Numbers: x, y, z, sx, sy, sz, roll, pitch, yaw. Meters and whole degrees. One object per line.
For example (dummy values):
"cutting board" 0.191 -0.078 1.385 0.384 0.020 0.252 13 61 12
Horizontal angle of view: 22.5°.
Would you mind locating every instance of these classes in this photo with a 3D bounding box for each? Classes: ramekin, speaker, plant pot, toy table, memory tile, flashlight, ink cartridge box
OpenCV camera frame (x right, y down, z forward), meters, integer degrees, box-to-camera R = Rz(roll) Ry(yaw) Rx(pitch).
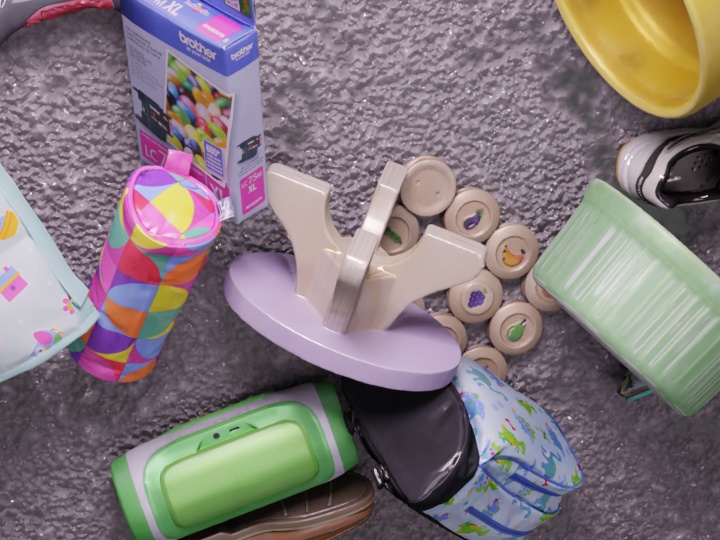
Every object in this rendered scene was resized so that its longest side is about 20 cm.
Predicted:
"ramekin" 0.234 0.027 1.485 0.200 0.200 0.098 41 93 -23
"speaker" -0.106 0.162 1.523 0.198 0.089 0.089 -20 113 -5
"plant pot" 0.272 -0.250 1.408 0.188 0.201 0.202 -32 114 -15
"toy table" 0.000 0.000 1.435 0.198 0.184 0.118 16 119 -9
"memory tile" 0.080 0.008 1.546 0.199 0.017 0.154 37 98 -22
"flashlight" -0.236 -0.198 1.373 0.198 0.068 0.069 -13 87 -13
"ink cartridge box" -0.125 -0.142 1.353 0.042 0.119 0.201 -34 142 -33

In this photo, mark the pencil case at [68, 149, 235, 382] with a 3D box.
"pencil case" -0.169 0.003 1.411 0.088 0.089 0.200 14 137 -17

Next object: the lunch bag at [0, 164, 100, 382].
"lunch bag" -0.319 0.007 1.382 0.199 0.122 0.171 -22 114 16

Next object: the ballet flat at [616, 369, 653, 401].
"ballet flat" 0.310 0.052 1.597 0.198 0.074 0.075 -20 113 -7

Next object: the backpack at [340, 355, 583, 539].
"backpack" 0.095 0.156 1.523 0.153 0.163 0.200 -33 134 1

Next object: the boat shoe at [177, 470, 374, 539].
"boat shoe" -0.079 0.230 1.568 0.198 0.072 0.068 -14 117 3

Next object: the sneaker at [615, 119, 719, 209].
"sneaker" 0.320 -0.093 1.525 0.198 0.088 0.076 -20 111 -7
